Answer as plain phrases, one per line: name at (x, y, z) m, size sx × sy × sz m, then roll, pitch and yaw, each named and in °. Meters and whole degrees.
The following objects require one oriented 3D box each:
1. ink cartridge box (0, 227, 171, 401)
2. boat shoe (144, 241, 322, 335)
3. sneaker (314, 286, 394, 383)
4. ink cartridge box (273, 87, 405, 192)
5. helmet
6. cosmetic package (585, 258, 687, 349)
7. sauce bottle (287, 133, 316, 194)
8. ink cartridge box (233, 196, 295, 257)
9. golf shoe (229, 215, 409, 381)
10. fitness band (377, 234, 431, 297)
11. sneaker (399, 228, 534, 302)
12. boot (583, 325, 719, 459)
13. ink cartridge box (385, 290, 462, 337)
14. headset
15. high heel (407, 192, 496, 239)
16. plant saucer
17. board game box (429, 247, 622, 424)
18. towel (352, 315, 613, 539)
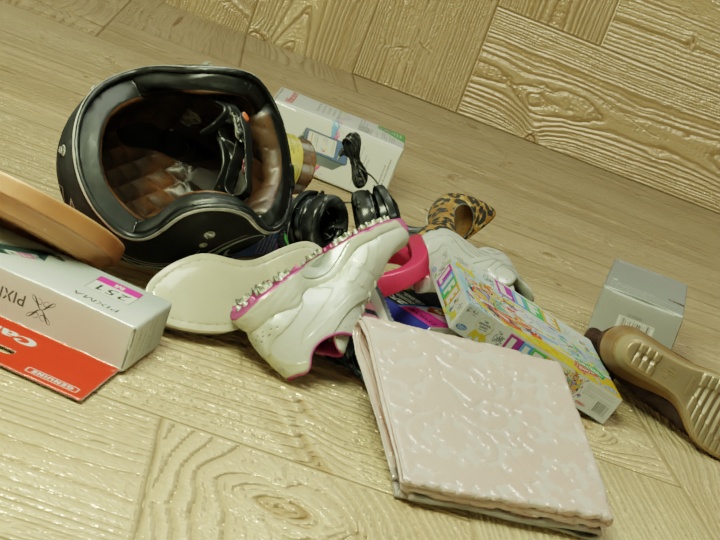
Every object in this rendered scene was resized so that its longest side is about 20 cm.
ink cartridge box at (-0.264, 0.022, 1.148) m, size 0.198 × 0.044 × 0.174 m, roll 23°, pitch 13°, yaw 5°
boat shoe at (-0.115, 0.020, 1.323) m, size 0.199 × 0.073 × 0.059 m, roll -15°, pitch -8°, yaw -41°
sneaker at (-0.004, 0.073, 1.338) m, size 0.081 × 0.071 × 0.200 m, roll -8°, pitch 25°, yaw -13°
ink cartridge box at (-0.042, -0.183, 2.144) m, size 0.198 × 0.088 × 0.145 m, roll 23°, pitch 14°, yaw -3°
helmet at (-0.174, -0.092, 1.354) m, size 0.188 × 0.203 × 0.200 m, roll -8°, pitch 5°, yaw 18°
cosmetic package at (0.341, 0.054, 1.841) m, size 0.106 × 0.091 × 0.200 m, roll 20°, pitch 17°, yaw 8°
sauce bottle at (-0.140, -0.123, 1.518) m, size 0.198 × 0.065 × 0.065 m, roll 10°, pitch 18°, yaw -35°
ink cartridge box at (-0.171, -0.069, 1.549) m, size 0.199 × 0.077 × 0.136 m, roll 10°, pitch 18°, yaw -46°
golf shoe at (-0.023, 0.023, 1.307) m, size 0.199 × 0.075 × 0.092 m, roll -33°, pitch 92°, yaw -34°
fitness band at (0.000, 0.000, 1.530) m, size 0.142 × 0.038 × 0.200 m, roll -7°, pitch 14°, yaw 1°
sneaker at (0.131, 0.010, 1.715) m, size 0.198 × 0.079 × 0.099 m, roll 7°, pitch 23°, yaw -43°
boot at (0.334, 0.126, 1.601) m, size 0.199 × 0.073 × 0.166 m, roll 39°, pitch -2°, yaw -4°
ink cartridge box at (0.067, 0.053, 1.545) m, size 0.094 × 0.037 × 0.199 m, roll 32°, pitch 19°, yaw 37°
headset at (-0.017, -0.064, 1.519) m, size 0.122 × 0.095 × 0.201 m, roll -3°, pitch 27°, yaw 13°
high heel at (0.129, -0.044, 1.895) m, size 0.198 × 0.072 × 0.142 m, roll -11°, pitch 25°, yaw -36°
plant saucer at (-0.294, -0.048, 1.253) m, size 0.198 × 0.033 × 0.200 m, roll 23°, pitch -10°, yaw 4°
board game box at (0.166, 0.065, 1.521) m, size 0.199 × 0.034 × 0.135 m, roll 32°, pitch 17°, yaw -19°
towel at (0.097, 0.125, 1.210) m, size 0.198 × 0.032 × 0.192 m, roll 15°, pitch 36°, yaw -23°
